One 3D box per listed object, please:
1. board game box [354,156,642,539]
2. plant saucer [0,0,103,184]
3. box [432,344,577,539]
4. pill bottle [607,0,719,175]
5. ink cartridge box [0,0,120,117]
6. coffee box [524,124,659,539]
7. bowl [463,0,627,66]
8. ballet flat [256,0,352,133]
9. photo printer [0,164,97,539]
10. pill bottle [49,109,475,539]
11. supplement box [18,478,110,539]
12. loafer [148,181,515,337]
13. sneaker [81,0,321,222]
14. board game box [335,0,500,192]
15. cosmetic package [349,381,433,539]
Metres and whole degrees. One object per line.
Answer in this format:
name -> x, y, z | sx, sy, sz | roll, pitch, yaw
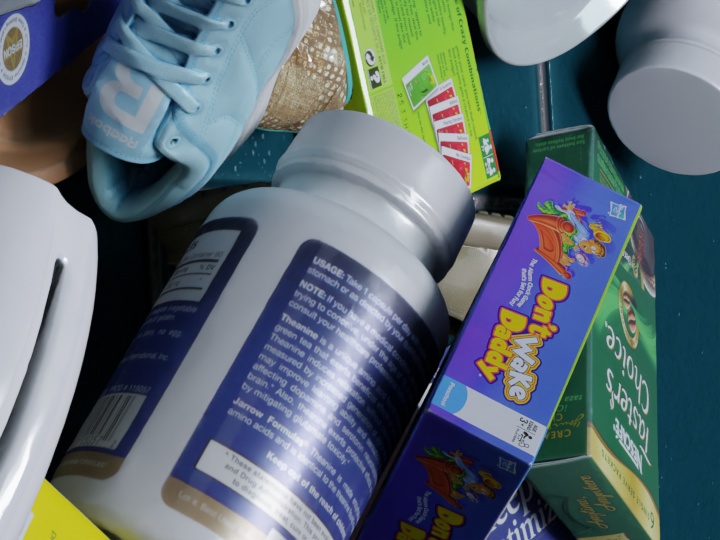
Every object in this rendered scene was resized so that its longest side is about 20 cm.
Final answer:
board game box -> 0.045, 0.066, 0.851 | 0.135, 0.044, 0.201 | -62, 177, -36
plant saucer -> -0.148, -0.131, 0.816 | 0.199, 0.032, 0.203 | 7, 81, -52
box -> 0.072, 0.119, 1.081 | 0.121, 0.032, 0.202 | -30, 109, -50
pill bottle -> 0.220, -0.157, 1.236 | 0.113, 0.111, 0.201 | 56, 47, -33
ink cartridge box -> -0.096, -0.175, 0.762 | 0.200, 0.040, 0.202 | -54, 147, -56
coffee box -> 0.125, 0.039, 1.101 | 0.123, 0.044, 0.202 | 52, 35, -49
bowl -> 0.101, -0.215, 1.072 | 0.201, 0.090, 0.202 | -40, 154, -24
ballet flat -> -0.053, -0.157, 0.919 | 0.065, 0.070, 0.202 | -20, 99, -37
photo printer -> -0.172, 0.048, 0.629 | 0.069, 0.199, 0.168 | 44, 53, -41
pill bottle -> -0.032, 0.040, 0.802 | 0.111, 0.110, 0.201 | 50, 58, -37
supplement box -> -0.141, 0.146, 0.733 | 0.200, 0.108, 0.110 | 50, 50, -37
loafer -> 0.000, 0.000, 0.923 | 0.198, 0.076, 0.068 | 6, 86, -24
sneaker -> -0.067, -0.080, 0.777 | 0.082, 0.073, 0.201 | -55, 170, -30
board game box -> 0.005, -0.127, 1.002 | 0.101, 0.047, 0.202 | -27, 109, -51
cosmetic package -> -0.034, 0.105, 0.926 | 0.199, 0.050, 0.084 | -8, 93, -52
